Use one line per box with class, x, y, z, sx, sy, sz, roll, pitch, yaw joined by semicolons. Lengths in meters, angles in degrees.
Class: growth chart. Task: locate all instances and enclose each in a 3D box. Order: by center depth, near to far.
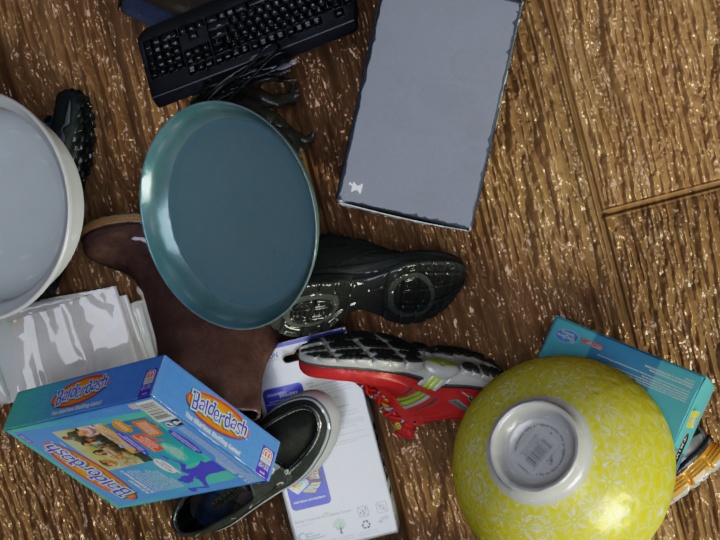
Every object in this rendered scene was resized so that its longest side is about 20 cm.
growth chart;-0.272;0.084;1.769;0.200;0.018;0.145;-6;95;4

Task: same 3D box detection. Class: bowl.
bowl;0.162;0.160;1.614;0.200;0.108;0.200;-6;73;20
bowl;-0.318;-0.058;1.656;0.201;0.090;0.201;1;93;22

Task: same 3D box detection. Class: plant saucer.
plant saucer;-0.110;-0.049;1.629;0.200;0.027;0.200;11;109;35

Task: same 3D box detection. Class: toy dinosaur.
toy dinosaur;-0.100;-0.130;1.682;0.102;0.200;0.077;4;124;-19

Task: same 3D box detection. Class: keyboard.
keyboard;-0.097;-0.204;1.638;0.200;0.040;0.104;-21;71;9

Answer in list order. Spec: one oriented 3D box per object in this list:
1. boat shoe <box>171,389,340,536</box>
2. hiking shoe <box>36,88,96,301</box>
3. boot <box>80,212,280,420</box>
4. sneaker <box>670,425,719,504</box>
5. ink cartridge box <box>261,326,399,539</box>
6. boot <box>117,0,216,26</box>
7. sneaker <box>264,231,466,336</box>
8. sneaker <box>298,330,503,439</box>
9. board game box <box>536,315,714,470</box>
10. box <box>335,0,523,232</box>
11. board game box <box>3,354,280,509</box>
boat shoe;-0.096;0.182;1.713;0.200;0.057;0.069;-43;81;28
hiking shoe;-0.304;-0.075;1.728;0.087;0.074;0.200;16;93;8
boot;-0.169;0.041;1.695;0.200;0.072;0.167;13;59;-4
sneaker;0.237;0.202;1.723;0.200;0.078;0.077;-38;79;3
ink cartridge box;-0.034;0.156;1.749;0.099;0.039;0.200;-13;96;5
boot;-0.125;-0.249;1.714;0.200;0.075;0.097;25;118;-3
sneaker;0.000;0.000;1.704;0.200;0.091;0.076;-3;130;-23
sneaker;0.036;0.110;1.703;0.200;0.077;0.085;12;104;-17
board game box;0.205;0.161;1.682;0.151;0.047;0.200;23;84;25
box;0.060;-0.148;1.634;0.124;0.197;0.200;13;97;3
board game box;-0.195;0.147;1.669;0.200;0.045;0.152;-15;137;39
